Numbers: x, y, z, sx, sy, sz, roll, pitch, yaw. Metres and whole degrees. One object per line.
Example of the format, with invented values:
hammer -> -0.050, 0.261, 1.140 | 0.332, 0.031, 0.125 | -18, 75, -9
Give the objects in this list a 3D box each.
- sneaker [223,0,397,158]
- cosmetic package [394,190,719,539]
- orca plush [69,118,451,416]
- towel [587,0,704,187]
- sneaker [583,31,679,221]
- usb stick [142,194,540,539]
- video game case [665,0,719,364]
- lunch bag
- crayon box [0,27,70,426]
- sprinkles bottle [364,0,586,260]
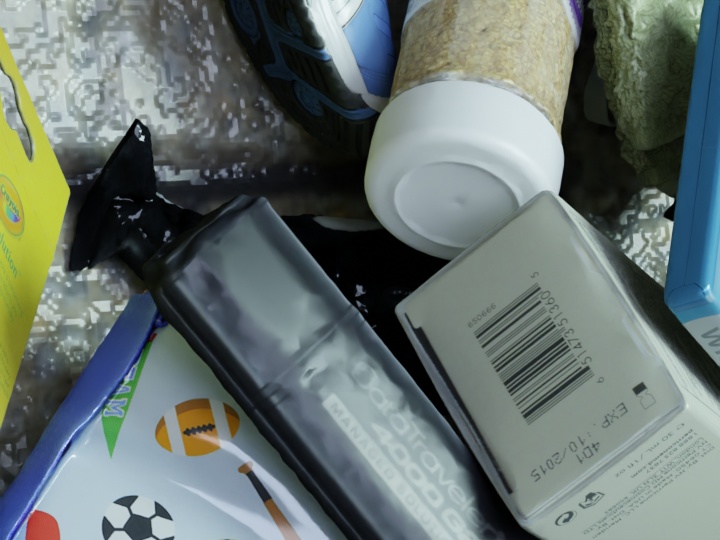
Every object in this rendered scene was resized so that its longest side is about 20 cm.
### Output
sneaker -> -0.019, -0.140, 1.043 | 0.077, 0.076, 0.200 | -22, 94, -23
cosmetic package -> 0.103, 0.061, 1.005 | 0.200, 0.071, 0.105 | 37, 19, -53
orca plush -> 0.000, 0.000, 1.036 | 0.200, 0.071, 0.105 | 33, 69, -19
towel -> 0.138, -0.141, 1.040 | 0.148, 0.036, 0.200 | -19, 107, -31
sneaker -> 0.166, -0.073, 1.133 | 0.199, 0.079, 0.130 | 17, 91, -41
usb stick -> 0.007, 0.062, 0.924 | 0.200, 0.033, 0.055 | 51, 57, -4
video game case -> 0.172, 0.013, 1.007 | 0.200, 0.018, 0.143 | 46, 41, -35
lunch bag -> -0.039, 0.119, 0.973 | 0.200, 0.124, 0.170 | 41, 68, -25
crayon box -> -0.152, 0.004, 0.907 | 0.127, 0.051, 0.200 | 74, 21, -44
sprinkles bottle -> 0.050, -0.098, 1.039 | 0.068, 0.068, 0.200 | 30, 47, -20
